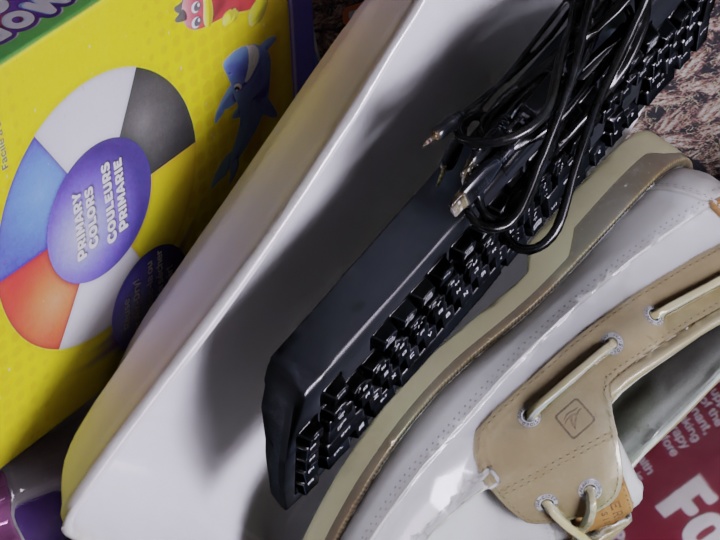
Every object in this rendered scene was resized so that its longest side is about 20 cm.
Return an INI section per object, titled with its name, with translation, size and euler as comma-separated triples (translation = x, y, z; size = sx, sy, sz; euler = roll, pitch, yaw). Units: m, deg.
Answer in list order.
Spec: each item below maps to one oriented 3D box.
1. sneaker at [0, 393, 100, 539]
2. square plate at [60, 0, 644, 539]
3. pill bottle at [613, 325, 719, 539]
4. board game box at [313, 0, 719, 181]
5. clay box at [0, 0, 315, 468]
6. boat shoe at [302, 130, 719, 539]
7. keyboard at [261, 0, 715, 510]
[sneaker]
translation = -0.119, 0.007, 0.843
size = 0.080, 0.088, 0.202
euler = -17, 98, -27
[square plate]
translation = 0.000, 0.000, 0.831
size = 0.201, 0.028, 0.198
euler = -55, 160, -3
[pill bottle]
translation = 0.127, 0.047, 0.977
size = 0.200, 0.115, 0.114
euler = -38, 154, 25
[board game box]
translation = 0.084, -0.096, 0.948
size = 0.159, 0.199, 0.097
euler = 45, 28, -52
[clay box]
translation = -0.089, -0.017, 0.745
size = 0.200, 0.047, 0.115
euler = -40, 141, -38
[boat shoe]
translation = 0.053, 0.051, 0.885
size = 0.200, 0.068, 0.075
euler = -51, 160, -11
[keyboard]
translation = 0.047, -0.018, 0.815
size = 0.200, 0.040, 0.104
euler = -49, 159, -21
